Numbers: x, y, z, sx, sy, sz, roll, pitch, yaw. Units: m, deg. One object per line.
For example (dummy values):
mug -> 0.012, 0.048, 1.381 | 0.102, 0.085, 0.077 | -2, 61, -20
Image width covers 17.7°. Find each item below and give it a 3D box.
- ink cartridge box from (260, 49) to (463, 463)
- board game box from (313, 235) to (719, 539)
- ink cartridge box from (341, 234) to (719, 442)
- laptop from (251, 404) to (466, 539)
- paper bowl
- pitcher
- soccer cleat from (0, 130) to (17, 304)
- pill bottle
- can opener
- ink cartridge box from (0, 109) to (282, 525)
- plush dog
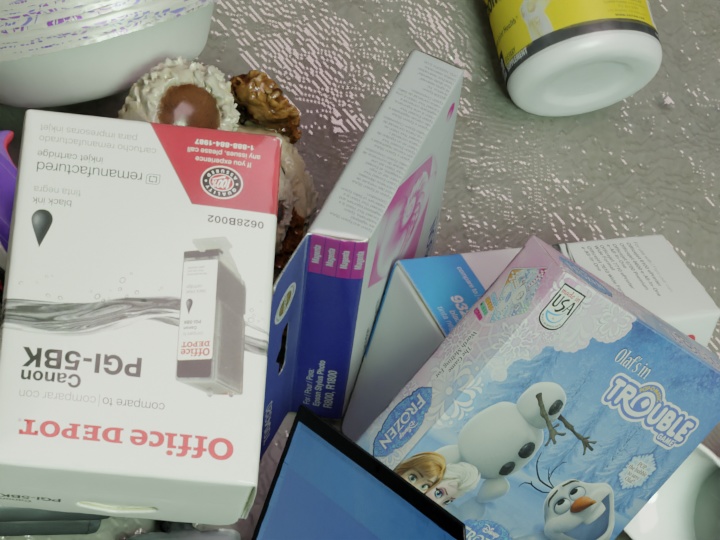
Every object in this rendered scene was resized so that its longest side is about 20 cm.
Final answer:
ink cartridge box -> 0.000, 0.000, 1.408 | 0.043, 0.197, 0.201 | 22, 57, 10
board game box -> 0.105, 0.100, 1.374 | 0.200, 0.199, 0.043 | 29, 14, -43
ink cartridge box -> 0.106, 0.064, 1.442 | 0.199, 0.146, 0.084 | -6, 42, -28
laptop -> -0.059, 0.191, 1.275 | 0.199, 0.177, 0.104 | -26, 122, -23
paper bowl -> -0.171, -0.167, 1.418 | 0.200, 0.200, 0.105 | -23, 109, -31
pitcher -> 0.283, 0.178, 1.471 | 0.199, 0.122, 0.172 | 9, 33, -37
soccer cleat -> -0.182, 0.004, 1.357 | 0.073, 0.068, 0.200 | -33, 80, -32
pill bottle -> 0.137, -0.219, 1.625 | 0.111, 0.112, 0.201 | -3, 67, -26
can opener -> -0.162, 0.150, 1.346 | 0.199, 0.053, 0.067 | 1, 65, -23
ink cartridge box -> -0.122, 0.026, 1.252 | 0.146, 0.083, 0.201 | 5, 70, -8
plush dog -> -0.100, -0.032, 1.433 | 0.171, 0.160, 0.202 | -8, 97, -42
